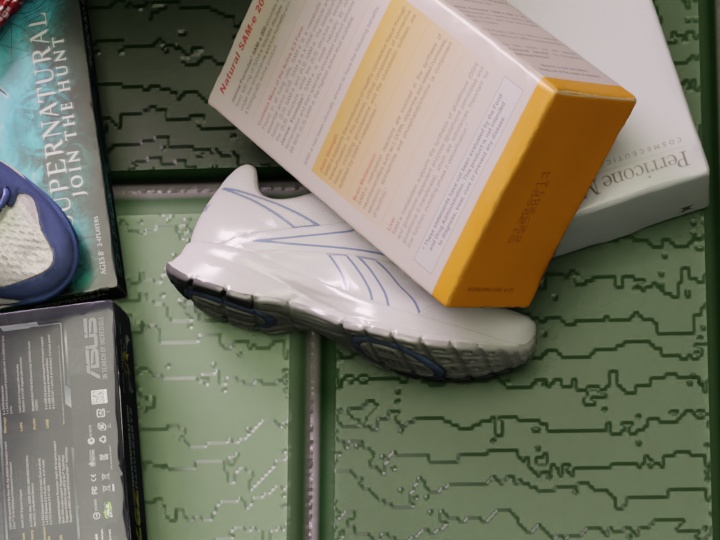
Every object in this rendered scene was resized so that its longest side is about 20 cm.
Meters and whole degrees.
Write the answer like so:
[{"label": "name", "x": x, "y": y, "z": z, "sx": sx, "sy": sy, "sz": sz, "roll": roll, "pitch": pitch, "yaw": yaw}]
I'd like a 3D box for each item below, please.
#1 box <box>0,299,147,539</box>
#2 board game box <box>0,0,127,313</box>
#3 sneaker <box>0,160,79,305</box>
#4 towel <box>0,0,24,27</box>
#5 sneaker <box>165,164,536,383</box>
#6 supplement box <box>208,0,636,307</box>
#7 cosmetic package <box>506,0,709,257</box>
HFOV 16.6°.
[{"label": "box", "x": -0.193, "y": 0.124, "z": 1.288, "sx": 0.157, "sy": 0.051, "sz": 0.201, "roll": -7, "pitch": 76, "yaw": 5}, {"label": "board game box", "x": -0.208, "y": -0.071, "z": 1.350, "sx": 0.134, "sy": 0.028, "sz": 0.201, "roll": -11, "pitch": 74, "yaw": 4}, {"label": "sneaker", "x": -0.234, "y": -0.050, "z": 1.273, "sx": 0.200, "sy": 0.088, "sz": 0.075, "roll": 35, "pitch": 82, "yaw": -1}, {"label": "towel", "x": -0.294, "y": -0.115, "z": 1.347, "sx": 0.144, "sy": 0.022, "sz": 0.200, "roll": 37, "pitch": 84, "yaw": 15}, {"label": "sneaker", "x": 0.000, "y": 0.000, "z": 1.286, "sx": 0.199, "sy": 0.075, "sz": 0.087, "roll": 18, "pitch": 74, "yaw": 10}, {"label": "supplement box", "x": 0.027, "y": -0.086, "z": 1.247, "sx": 0.200, "sy": 0.073, "sz": 0.126, "roll": 42, "pitch": 116, "yaw": 33}, {"label": "cosmetic package", "x": 0.107, "y": -0.118, "z": 1.301, "sx": 0.101, "sy": 0.071, "sz": 0.201, "roll": -18, "pitch": 75, "yaw": 2}]
